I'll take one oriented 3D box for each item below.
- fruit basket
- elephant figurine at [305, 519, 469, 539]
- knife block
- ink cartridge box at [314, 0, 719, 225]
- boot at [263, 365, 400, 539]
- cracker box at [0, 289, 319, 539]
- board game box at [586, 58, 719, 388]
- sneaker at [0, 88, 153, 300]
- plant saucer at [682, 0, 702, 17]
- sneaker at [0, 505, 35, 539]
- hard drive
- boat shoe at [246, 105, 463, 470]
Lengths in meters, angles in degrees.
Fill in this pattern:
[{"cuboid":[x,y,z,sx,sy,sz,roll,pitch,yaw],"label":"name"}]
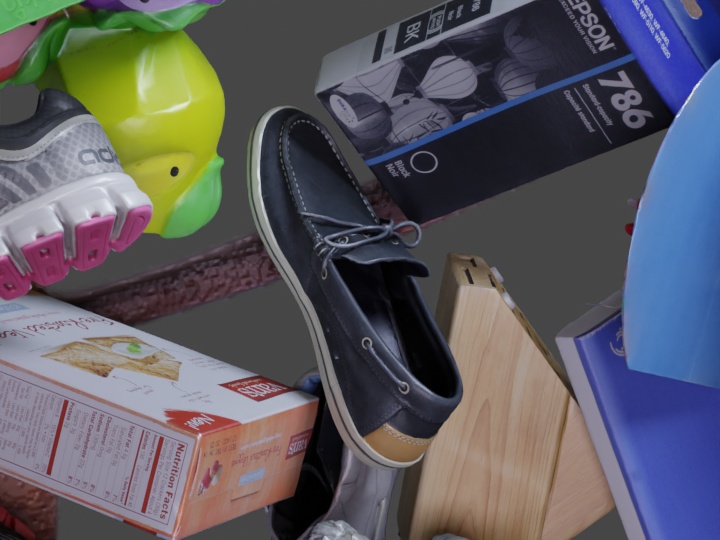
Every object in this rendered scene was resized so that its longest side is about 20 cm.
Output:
[{"cuboid":[-0.129,-0.109,1.348,0.215,0.156,0.216,0,89,3],"label":"fruit basket"},{"cuboid":[-0.006,0.182,1.343,0.200,0.141,0.156,14,100,-41],"label":"elephant figurine"},{"cuboid":[0.047,0.117,1.456,0.175,0.064,0.200,-35,106,5],"label":"knife block"},{"cuboid":[0.086,-0.098,1.365,0.200,0.039,0.100,-23,122,25],"label":"ink cartridge box"},{"cuboid":[-0.027,0.137,1.430,0.073,0.096,0.201,15,100,22],"label":"boot"},{"cuboid":[-0.138,0.063,1.349,0.199,0.134,0.058,20,102,20],"label":"cracker box"},{"cuboid":[0.170,-0.025,1.384,0.039,0.200,0.159,17,92,33],"label":"board game box"},{"cuboid":[-0.200,-0.026,1.281,0.199,0.074,0.088,-20,70,2],"label":"sneaker"},{"cuboid":[0.140,-0.175,1.394,0.200,0.037,0.201,0,105,-1],"label":"plant saucer"},{"cuboid":[-0.158,0.182,1.441,0.200,0.098,0.071,27,100,-12],"label":"sneaker"},{"cuboid":[0.183,0.094,1.444,0.132,0.025,0.201,-32,109,-34],"label":"hard drive"},{"cuboid":[0.000,0.000,1.376,0.074,0.201,0.062,5,146,-44],"label":"boat shoe"}]
